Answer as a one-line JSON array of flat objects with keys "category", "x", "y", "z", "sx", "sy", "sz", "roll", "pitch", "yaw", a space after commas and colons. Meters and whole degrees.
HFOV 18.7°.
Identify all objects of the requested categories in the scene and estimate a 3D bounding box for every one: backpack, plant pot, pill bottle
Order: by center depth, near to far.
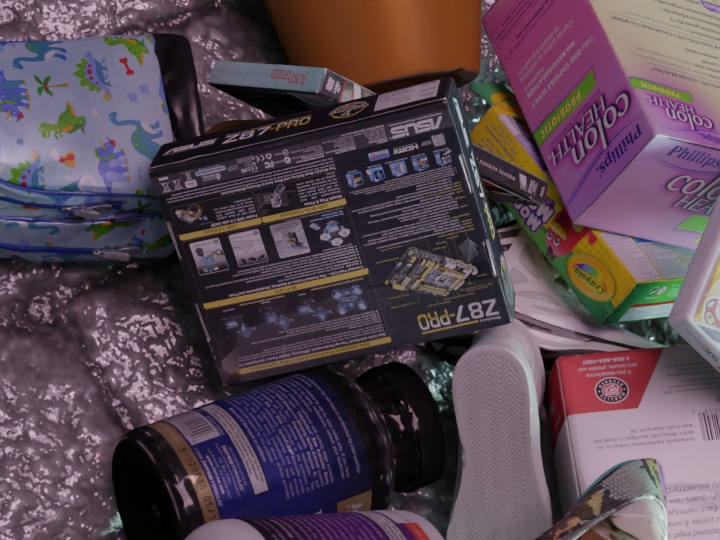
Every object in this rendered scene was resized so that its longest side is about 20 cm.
[{"category": "pill bottle", "x": -0.047, "y": 0.201, "z": 1.302, "sx": 0.199, "sy": 0.111, "sz": 0.112, "roll": 2, "pitch": 64, "yaw": -38}, {"category": "pill bottle", "x": -0.049, "y": 0.127, "z": 1.408, "sx": 0.199, "sy": 0.112, "sz": 0.112, "roll": -18, "pitch": 73, "yaw": -26}, {"category": "backpack", "x": -0.201, "y": -0.082, "z": 1.446, "sx": 0.199, "sy": 0.154, "sz": 0.164, "roll": -6, "pitch": 74, "yaw": -10}, {"category": "plant pot", "x": 0.006, "y": -0.215, "z": 1.560, "sx": 0.200, "sy": 0.200, "sz": 0.184, "roll": -9, "pitch": 85, "yaw": -24}]

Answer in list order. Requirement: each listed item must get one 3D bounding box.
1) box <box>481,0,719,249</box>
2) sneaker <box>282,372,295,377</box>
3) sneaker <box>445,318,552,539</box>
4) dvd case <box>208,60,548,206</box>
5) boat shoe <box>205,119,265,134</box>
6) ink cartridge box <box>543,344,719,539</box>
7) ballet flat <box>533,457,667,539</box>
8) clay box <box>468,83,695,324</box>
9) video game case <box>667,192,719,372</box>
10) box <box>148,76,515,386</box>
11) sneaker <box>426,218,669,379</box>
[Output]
[{"category": "box", "x": 0.208, "y": -0.123, "z": 1.562, "sx": 0.175, "sy": 0.097, "sz": 0.200, "roll": 10, "pitch": 44, "yaw": -37}, {"category": "sneaker", "x": 0.000, "y": 0.000, "z": 1.468, "sx": 0.081, "sy": 0.200, "sz": 0.074, "roll": 54, "pitch": 22, "yaw": -12}, {"category": "sneaker", "x": 0.098, "y": 0.132, "z": 1.475, "sx": 0.073, "sy": 0.116, "sz": 0.201, "roll": 3, "pitch": 105, "yaw": 10}, {"category": "dvd case", "x": 0.012, "y": -0.093, "z": 1.487, "sx": 0.200, "sy": 0.146, "sz": 0.022, "roll": 23, "pitch": 84, "yaw": -33}, {"category": "boat shoe", "x": -0.019, "y": -0.049, "z": 1.534, "sx": 0.199, "sy": 0.069, "sz": 0.071, "roll": 19, "pitch": 83, "yaw": 9}, {"category": "ink cartridge box", "x": 0.210, "y": 0.157, "z": 1.464, "sx": 0.146, "sy": 0.083, "sz": 0.201, "roll": -4, "pitch": 64, "yaw": -5}, {"category": "ballet flat", "x": 0.141, "y": 0.179, "z": 1.338, "sx": 0.200, "sy": 0.071, "sz": 0.069, "roll": -27, "pitch": 117, "yaw": -38}, {"category": "clay box", "x": 0.155, "y": -0.052, "z": 1.569, "sx": 0.115, "sy": 0.048, "sz": 0.200, "roll": -3, "pitch": 49, "yaw": -51}, {"category": "video game case", "x": 0.301, "y": 0.009, "z": 1.477, "sx": 0.182, "sy": 0.023, "sz": 0.200, "roll": 41, "pitch": 58, "yaw": -24}, {"category": "box", "x": -0.016, "y": -0.023, "z": 1.395, "sx": 0.049, "sy": 0.199, "sz": 0.162, "roll": -74, "pitch": 149, "yaw": -65}, {"category": "sneaker", "x": 0.149, "y": 0.021, "z": 1.556, "sx": 0.200, "sy": 0.076, "sz": 0.116, "roll": 13, "pitch": 64, "yaw": -12}]
